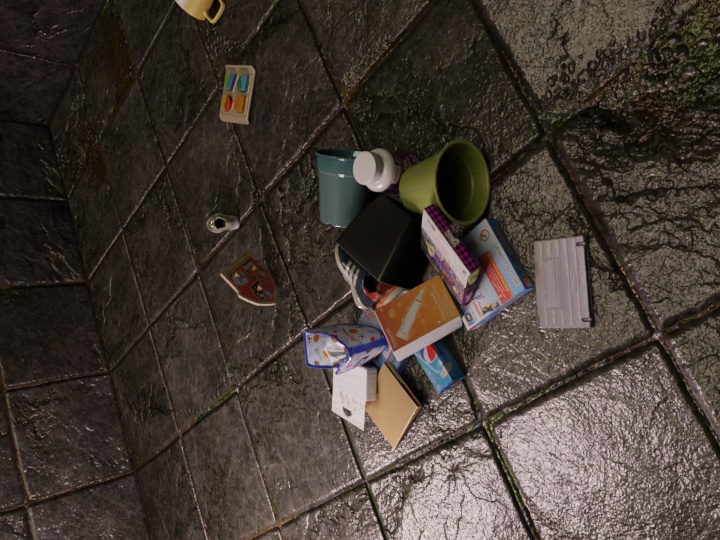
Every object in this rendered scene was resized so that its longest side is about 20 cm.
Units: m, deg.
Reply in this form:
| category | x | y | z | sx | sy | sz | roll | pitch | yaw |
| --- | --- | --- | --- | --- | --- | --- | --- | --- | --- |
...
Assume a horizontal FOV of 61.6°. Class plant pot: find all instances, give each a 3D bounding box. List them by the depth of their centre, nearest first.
| category | x | y | z | sx | sy | sz | roll | pitch | yaw |
| --- | --- | --- | --- | --- | --- | --- | --- | --- | --- |
| plant pot | 0.199 | -0.216 | 1.543 | 0.187 | 0.195 | 0.208 | 2 | 93 | 55 |
| plant pot | 0.086 | -0.086 | 1.644 | 0.199 | 0.197 | 0.181 | 39 | 105 | 34 |
| plant pot | -0.043 | -0.239 | 1.759 | 0.197 | 0.197 | 0.203 | 21 | 113 | 40 |

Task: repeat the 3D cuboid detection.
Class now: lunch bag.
| category | x | y | z | sx | sy | sz | roll | pitch | yaw |
| --- | --- | --- | --- | --- | --- | --- | --- | --- | --- |
| lunch bag | -0.042 | 0.220 | 1.729 | 0.196 | 0.167 | 0.129 | -5 | 93 | 45 |

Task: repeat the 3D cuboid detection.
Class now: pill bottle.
| category | x | y | z | sx | sy | sz | roll | pitch | yaw |
| --- | --- | --- | --- | --- | --- | --- | --- | --- | --- |
| pill bottle | 0.073 | -0.267 | 1.630 | 0.110 | 0.196 | 0.117 | 2 | 93 | 41 |
| pill bottle | 0.044 | 0.044 | 1.727 | 0.199 | 0.112 | 0.117 | 40 | 117 | 34 |

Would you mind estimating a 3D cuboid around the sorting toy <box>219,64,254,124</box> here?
| category | x | y | z | sx | sy | sz | roll | pitch | yaw |
| --- | --- | --- | --- | --- | --- | --- | --- | --- | --- |
| sorting toy | -0.461 | -0.652 | 2.229 | 0.182 | 0.036 | 0.208 | 17 | 104 | 41 |

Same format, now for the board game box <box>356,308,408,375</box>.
| category | x | y | z | sx | sy | sz | roll | pitch | yaw |
| --- | --- | --- | --- | --- | --- | --- | --- | --- | --- |
| board game box | 0.066 | 0.197 | 1.764 | 0.199 | 0.036 | 0.155 | 43 | 120 | 33 |

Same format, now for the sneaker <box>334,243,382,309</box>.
| category | x | y | z | sx | sy | sz | roll | pitch | yaw |
| --- | --- | --- | --- | --- | --- | --- | --- | --- | --- |
| sneaker | 0.000 | 0.000 | 1.654 | 0.084 | 0.074 | 0.204 | -35 | 73 | 28 |

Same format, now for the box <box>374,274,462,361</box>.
| category | x | y | z | sx | sy | sz | roll | pitch | yaw |
| --- | --- | --- | --- | --- | --- | --- | --- | --- | --- |
| box | 0.151 | 0.124 | 1.571 | 0.196 | 0.098 | 0.127 | -28 | 65 | 1 |

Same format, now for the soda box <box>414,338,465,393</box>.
| category | x | y | z | sx | sy | sz | roll | pitch | yaw |
| --- | --- | --- | --- | --- | --- | --- | --- | --- | --- |
| soda box | 0.193 | 0.222 | 1.625 | 0.064 | 0.067 | 0.203 | -49 | 60 | 32 |

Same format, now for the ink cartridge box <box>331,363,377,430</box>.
| category | x | y | z | sx | sy | sz | roll | pitch | yaw |
| --- | --- | --- | --- | --- | --- | --- | --- | --- | --- |
| ink cartridge box | -0.021 | 0.360 | 1.817 | 0.198 | 0.042 | 0.181 | 11 | 101 | 58 |

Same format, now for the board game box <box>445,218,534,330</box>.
| category | x | y | z | sx | sy | sz | roll | pitch | yaw |
| --- | --- | --- | --- | --- | --- | --- | --- | --- | --- |
| board game box | 0.305 | 0.011 | 1.520 | 0.195 | 0.055 | 0.205 | -41 | 65 | 36 |

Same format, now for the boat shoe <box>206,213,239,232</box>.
| category | x | y | z | sx | sy | sz | roll | pitch | yaw |
| --- | --- | --- | --- | --- | --- | --- | --- | --- | --- |
| boat shoe | -0.537 | -0.184 | 2.301 | 0.196 | 0.061 | 0.075 | -2 | 91 | 44 |

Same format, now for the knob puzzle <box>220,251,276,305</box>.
| category | x | y | z | sx | sy | sz | roll | pitch | yaw |
| --- | --- | --- | --- | --- | --- | --- | --- | --- | --- |
| knob puzzle | -0.358 | 0.037 | 2.065 | 0.030 | 0.216 | 0.224 | -44 | 64 | 33 |

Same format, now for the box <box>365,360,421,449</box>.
| category | x | y | z | sx | sy | sz | roll | pitch | yaw |
| --- | --- | --- | --- | --- | --- | --- | --- | --- | --- |
| box | 0.087 | 0.388 | 1.734 | 0.164 | 0.021 | 0.204 | 49 | 134 | 31 |

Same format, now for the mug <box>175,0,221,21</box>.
| category | x | y | z | sx | sy | sz | roll | pitch | yaw |
| --- | --- | --- | --- | --- | --- | --- | --- | --- | --- |
| mug | -0.601 | -1.060 | 2.303 | 0.153 | 0.184 | 0.152 | -44 | 30 | 24 |

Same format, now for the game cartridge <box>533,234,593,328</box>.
| category | x | y | z | sx | sy | sz | roll | pitch | yaw |
| --- | --- | --- | --- | --- | --- | --- | --- | --- | --- |
| game cartridge | 0.464 | 0.028 | 1.387 | 0.127 | 0.038 | 0.208 | -5 | 88 | 47 |

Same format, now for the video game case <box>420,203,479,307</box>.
| category | x | y | z | sx | sy | sz | roll | pitch | yaw |
| --- | --- | --- | --- | --- | --- | --- | --- | --- | --- |
| video game case | 0.213 | -0.034 | 1.471 | 0.203 | 0.035 | 0.183 | 58 | 167 | 26 |
